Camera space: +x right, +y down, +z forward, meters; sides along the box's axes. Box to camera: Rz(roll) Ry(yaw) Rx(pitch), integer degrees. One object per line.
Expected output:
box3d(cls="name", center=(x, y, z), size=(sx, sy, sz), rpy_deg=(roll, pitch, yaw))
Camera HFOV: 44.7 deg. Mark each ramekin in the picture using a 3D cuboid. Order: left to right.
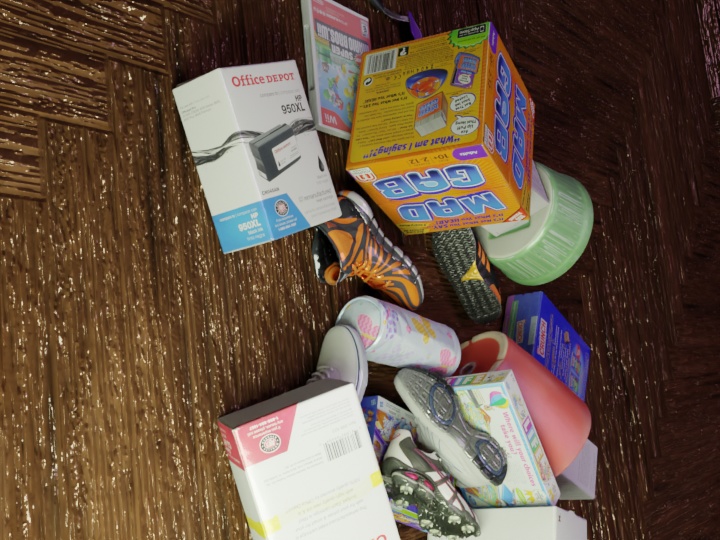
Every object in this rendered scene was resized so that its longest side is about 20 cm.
box3d(cls="ramekin", center=(0.275, -0.085, 1.456), size=(0.097, 0.199, 0.201), rpy_deg=(24, 61, -39))

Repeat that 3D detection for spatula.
box3d(cls="spatula", center=(0.048, -0.410, 1.386), size=(0.200, 0.020, 0.057), rpy_deg=(26, 48, -44))

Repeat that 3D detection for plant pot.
box3d(cls="plant pot", center=(0.210, 0.201, 1.300), size=(0.177, 0.200, 0.201), rpy_deg=(48, 44, -18))

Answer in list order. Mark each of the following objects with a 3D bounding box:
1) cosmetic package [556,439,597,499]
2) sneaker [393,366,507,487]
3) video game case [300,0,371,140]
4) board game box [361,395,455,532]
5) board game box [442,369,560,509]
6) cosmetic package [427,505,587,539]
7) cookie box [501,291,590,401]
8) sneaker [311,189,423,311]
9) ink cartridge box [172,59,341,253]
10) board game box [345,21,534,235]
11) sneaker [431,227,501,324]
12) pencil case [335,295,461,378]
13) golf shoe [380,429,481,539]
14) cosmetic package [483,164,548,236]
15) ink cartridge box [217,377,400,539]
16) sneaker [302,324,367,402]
box3d(cls="cosmetic package", center=(0.338, 0.319, 1.521), size=(0.200, 0.074, 0.102), rpy_deg=(40, 50, -37))
box3d(cls="sneaker", center=(0.105, 0.217, 1.167), size=(0.200, 0.087, 0.074), rpy_deg=(52, 42, -3))
box3d(cls="video game case", center=(-0.027, -0.287, 1.255), size=(0.143, 0.017, 0.201), rpy_deg=(7, 75, -53))
box3d(cls="board game box", center=(0.058, 0.266, 1.185), size=(0.200, 0.045, 0.135), rpy_deg=(34, 54, -43))
box3d(cls="board game box", center=(0.177, 0.237, 1.202), size=(0.034, 0.134, 0.201), rpy_deg=(-41, 114, -50))
box3d(cls="cosmetic package", center=(0.203, 0.378, 1.215), size=(0.107, 0.199, 0.085), rpy_deg=(32, 56, -43))
box3d(cls="cookie box", center=(0.325, 0.162, 1.545), size=(0.200, 0.075, 0.172), rpy_deg=(45, 48, -37))
box3d(cls="sneaker", center=(0.000, 0.000, 1.173), size=(0.200, 0.077, 0.112), rpy_deg=(51, 47, -16))
box3d(cls="ink cartridge box", center=(-0.119, -0.138, 1.034), size=(0.144, 0.084, 0.201), rpy_deg=(-25, 100, -53))
box3d(cls="board game box", center=(0.121, -0.193, 1.248), size=(0.200, 0.199, 0.201), rpy_deg=(43, 47, -51))
box3d(cls="sneaker", center=(0.171, -0.015, 1.412), size=(0.201, 0.070, 0.090), rpy_deg=(65, 18, -12))
box3d(cls="pencil case", center=(0.053, 0.096, 1.195), size=(0.200, 0.091, 0.083), rpy_deg=(25, 43, -48))
box3d(cls="golf shoe", center=(0.099, 0.284, 1.136), size=(0.200, 0.077, 0.088), rpy_deg=(47, 39, -36))
box3d(cls="cosmetic package", center=(0.214, -0.171, 1.409), size=(0.085, 0.107, 0.201), rpy_deg=(29, 37, -44))
box3d(cls="ink cartridge box", center=(-0.056, 0.238, 0.964), size=(0.145, 0.083, 0.201), rpy_deg=(-18, 95, -23))
box3d(cls="sneaker", center=(-0.041, 0.154, 1.062), size=(0.071, 0.073, 0.201), rpy_deg=(36, 53, -46))
